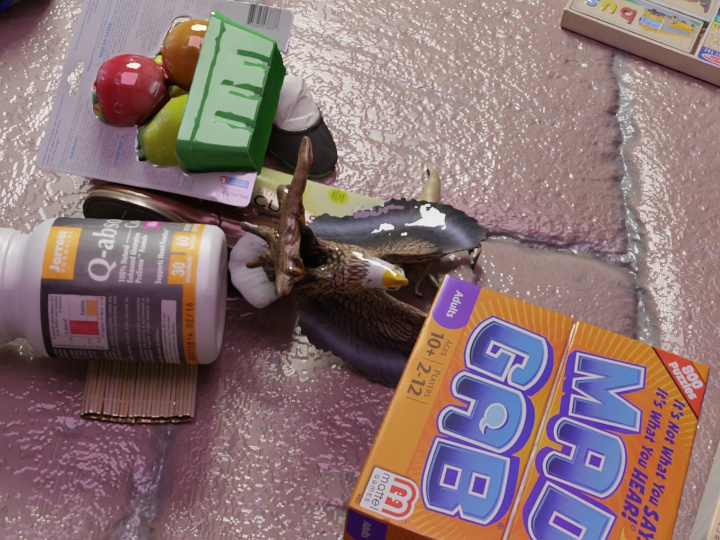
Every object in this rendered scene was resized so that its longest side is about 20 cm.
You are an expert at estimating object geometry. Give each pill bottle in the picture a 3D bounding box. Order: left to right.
[{"bbox_3d":[-0.213,0.016,0.983,0.198,0.117,0.117,3,53,-2],"label":"pill bottle"}]

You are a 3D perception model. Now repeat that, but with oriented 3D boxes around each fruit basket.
[{"bbox_3d":[-0.170,-0.157,1.055,0.198,0.094,0.187,8,76,15],"label":"fruit basket"}]

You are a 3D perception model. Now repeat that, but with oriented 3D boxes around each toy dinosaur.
[{"bbox_3d":[0.061,-0.035,1.097,0.100,0.058,0.201,22,55,13],"label":"toy dinosaur"}]

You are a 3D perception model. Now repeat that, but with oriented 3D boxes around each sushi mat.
[{"bbox_3d":[-0.187,0.044,1.045,0.095,0.012,0.201,2,53,-5],"label":"sushi mat"}]

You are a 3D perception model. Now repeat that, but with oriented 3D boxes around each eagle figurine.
[{"bbox_3d":[0.004,0.003,0.995,0.199,0.152,0.151,19,27,-42],"label":"eagle figurine"}]

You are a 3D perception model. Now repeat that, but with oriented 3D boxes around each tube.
[{"bbox_3d":[-0.079,-0.067,1.117,0.198,0.052,0.058,19,98,3],"label":"tube"}]

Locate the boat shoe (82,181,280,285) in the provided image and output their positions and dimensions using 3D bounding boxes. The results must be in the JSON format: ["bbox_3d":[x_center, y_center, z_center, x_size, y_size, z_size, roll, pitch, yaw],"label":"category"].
[{"bbox_3d":[-0.145,-0.039,1.066,0.199,0.072,0.068,20,48,-5],"label":"boat shoe"}]

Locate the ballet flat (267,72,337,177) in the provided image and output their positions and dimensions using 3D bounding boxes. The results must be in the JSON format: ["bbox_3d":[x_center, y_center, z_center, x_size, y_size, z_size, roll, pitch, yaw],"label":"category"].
[{"bbox_3d":[-0.090,-0.177,1.183,0.068,0.069,0.200,-27,60,-25],"label":"ballet flat"}]

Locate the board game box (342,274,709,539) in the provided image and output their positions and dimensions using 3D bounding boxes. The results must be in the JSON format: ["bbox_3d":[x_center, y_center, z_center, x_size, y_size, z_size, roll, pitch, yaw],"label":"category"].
[{"bbox_3d":[0.111,0.166,0.862,0.198,0.201,0.201,19,54,9],"label":"board game box"}]

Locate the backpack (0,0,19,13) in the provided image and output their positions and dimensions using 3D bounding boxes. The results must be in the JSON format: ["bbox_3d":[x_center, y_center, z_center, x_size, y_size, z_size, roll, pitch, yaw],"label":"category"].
[{"bbox_3d":[-0.436,-0.340,1.233,0.182,0.135,0.200,39,59,22],"label":"backpack"}]

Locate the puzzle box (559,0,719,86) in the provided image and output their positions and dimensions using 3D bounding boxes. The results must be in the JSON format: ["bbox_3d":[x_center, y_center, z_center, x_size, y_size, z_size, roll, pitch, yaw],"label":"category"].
[{"bbox_3d":[0.336,-0.285,1.327,0.199,0.026,0.133,23,55,12],"label":"puzzle box"}]

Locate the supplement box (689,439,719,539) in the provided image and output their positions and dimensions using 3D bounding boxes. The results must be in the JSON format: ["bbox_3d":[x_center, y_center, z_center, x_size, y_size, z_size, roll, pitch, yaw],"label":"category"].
[{"bbox_3d":[0.329,0.208,0.928,0.125,0.074,0.201,22,54,11],"label":"supplement box"}]

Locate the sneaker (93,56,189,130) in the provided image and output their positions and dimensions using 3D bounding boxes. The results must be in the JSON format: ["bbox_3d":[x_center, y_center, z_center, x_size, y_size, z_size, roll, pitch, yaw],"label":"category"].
[{"bbox_3d":[-0.175,-0.172,1.122,0.198,0.091,0.079,-13,45,13],"label":"sneaker"}]
